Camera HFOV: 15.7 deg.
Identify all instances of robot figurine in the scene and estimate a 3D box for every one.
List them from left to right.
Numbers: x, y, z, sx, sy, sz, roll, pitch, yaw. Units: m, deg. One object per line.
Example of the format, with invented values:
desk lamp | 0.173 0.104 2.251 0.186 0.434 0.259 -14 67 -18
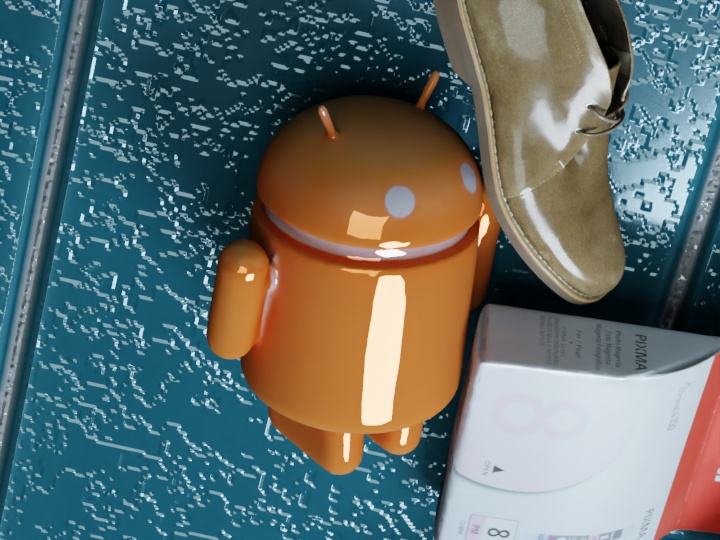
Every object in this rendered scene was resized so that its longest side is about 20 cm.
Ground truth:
robot figurine | -0.001 0.001 1.296 0.143 0.117 0.201 6 118 -1

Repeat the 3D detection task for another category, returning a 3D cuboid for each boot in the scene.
boot | 0.101 -0.071 1.269 0.075 0.074 0.201 -4 120 33

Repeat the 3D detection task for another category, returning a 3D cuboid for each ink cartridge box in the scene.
ink cartridge box | 0.146 0.097 1.354 0.199 0.057 0.163 11 137 1
